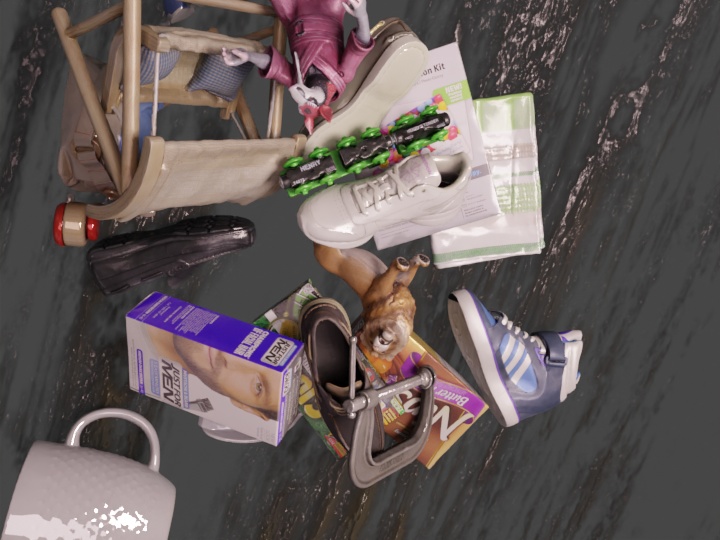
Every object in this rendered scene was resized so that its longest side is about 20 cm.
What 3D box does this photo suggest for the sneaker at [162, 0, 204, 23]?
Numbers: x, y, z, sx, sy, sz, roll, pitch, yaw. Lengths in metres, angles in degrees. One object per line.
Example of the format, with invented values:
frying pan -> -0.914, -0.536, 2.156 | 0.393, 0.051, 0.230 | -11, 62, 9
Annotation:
sneaker -> -0.153, -0.365, 0.696 | 0.199, 0.081, 0.116 | -35, 108, 3

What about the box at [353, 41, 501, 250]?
box -> 0.065, -0.142, 0.784 | 0.154, 0.041, 0.202 | -16, 101, 6

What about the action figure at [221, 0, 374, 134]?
action figure -> -0.050, -0.227, 0.652 | 0.132, 0.149, 0.203 | -3, 83, 10

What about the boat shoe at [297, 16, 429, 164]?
boat shoe -> -0.012, -0.182, 0.727 | 0.202, 0.061, 0.072 | -44, 147, 24

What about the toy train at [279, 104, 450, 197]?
toy train -> 0.005, -0.126, 0.718 | 0.198, 0.056, 0.042 | -23, 89, -10

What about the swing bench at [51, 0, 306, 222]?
swing bench -> -0.164, -0.160, 0.660 | 0.129, 0.198, 0.202 | -3, 99, 37

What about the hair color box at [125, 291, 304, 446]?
hair color box -> -0.168, 0.111, 0.768 | 0.198, 0.065, 0.110 | 16, 121, 13

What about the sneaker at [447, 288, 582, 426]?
sneaker -> 0.209, 0.088, 0.863 | 0.145, 0.081, 0.202 | -27, 102, -9

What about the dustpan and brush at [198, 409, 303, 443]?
dustpan and brush -> -0.098, 0.161, 0.842 | 0.198, 0.057, 0.141 | 9, 102, -11

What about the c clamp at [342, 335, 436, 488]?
c clamp -> 0.039, 0.157, 0.759 | 0.027, 0.199, 0.173 | 10, 94, 34

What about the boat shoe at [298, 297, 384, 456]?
boat shoe -> -0.023, 0.132, 0.760 | 0.074, 0.073, 0.202 | -22, 100, 0

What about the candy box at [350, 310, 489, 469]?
candy box -> 0.054, 0.146, 0.861 | 0.200, 0.056, 0.117 | 43, 95, -12

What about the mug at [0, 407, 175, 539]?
mug -> -0.314, 0.268, 0.809 | 0.174, 0.148, 0.202 | 14, 71, -16

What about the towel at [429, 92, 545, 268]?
towel -> 0.152, -0.109, 0.826 | 0.147, 0.031, 0.202 | -9, 105, -6

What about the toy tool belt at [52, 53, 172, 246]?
toy tool belt -> -0.253, -0.121, 0.717 | 0.121, 0.125, 0.203 | 5, 85, -13

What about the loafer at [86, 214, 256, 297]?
loafer -> -0.216, -0.017, 0.783 | 0.198, 0.068, 0.071 | -12, 113, 1

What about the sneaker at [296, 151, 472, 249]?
sneaker -> 0.027, -0.085, 0.701 | 0.198, 0.100, 0.075 | -16, 66, -21

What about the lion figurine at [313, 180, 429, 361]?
lion figurine -> 0.000, 0.000, 0.781 | 0.200, 0.072, 0.123 | 50, 128, 20

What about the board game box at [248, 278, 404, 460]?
board game box -> -0.044, 0.121, 0.806 | 0.104, 0.023, 0.201 | -36, 100, 5
